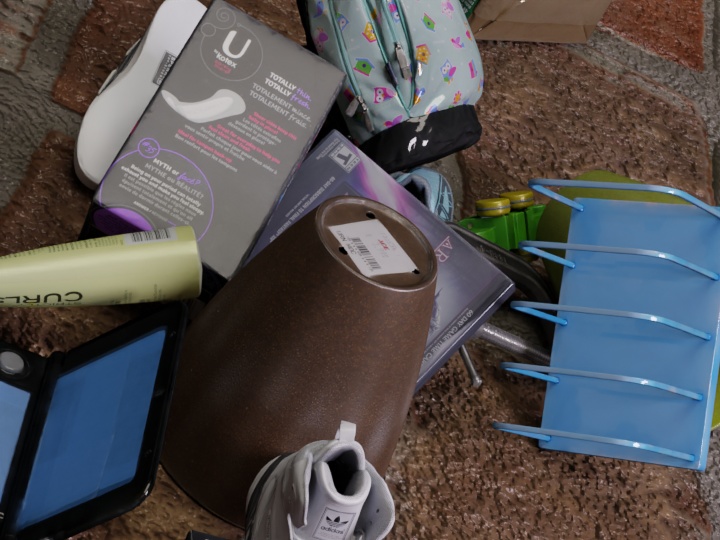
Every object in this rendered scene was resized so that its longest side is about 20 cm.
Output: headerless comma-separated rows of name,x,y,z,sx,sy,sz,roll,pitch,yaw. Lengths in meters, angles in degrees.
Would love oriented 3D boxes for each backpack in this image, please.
backpack,0.027,-0.189,1.778,0.167,0.126,0.202,-17,88,-66

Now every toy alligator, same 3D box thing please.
toy alligator,0.133,-0.039,1.820,0.054,0.060,0.199,0,10,36

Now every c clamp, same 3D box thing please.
c clamp,0.115,0.041,1.678,0.199,0.027,0.172,19,42,-49

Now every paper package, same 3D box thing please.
paper package,0.148,-0.337,2.151,0.189,0.104,0.201,-4,48,-38

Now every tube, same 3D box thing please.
tube,-0.210,0.005,1.432,0.198,0.058,0.052,-6,42,-12

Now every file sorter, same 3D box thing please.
file sorter,0.188,0.038,1.571,0.138,0.202,0.122,5,-6,33

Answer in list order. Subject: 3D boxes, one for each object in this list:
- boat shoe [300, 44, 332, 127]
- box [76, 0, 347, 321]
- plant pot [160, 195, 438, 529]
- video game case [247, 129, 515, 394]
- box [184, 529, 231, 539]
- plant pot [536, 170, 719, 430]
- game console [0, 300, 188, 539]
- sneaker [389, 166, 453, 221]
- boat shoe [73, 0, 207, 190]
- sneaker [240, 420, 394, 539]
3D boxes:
boat shoe,-0.073,-0.153,1.785,0.200,0.076,0.072,-1,74,-65
box,-0.113,-0.081,1.563,0.122,0.106,0.201,30,64,-3
plant pot,-0.030,0.052,1.447,0.186,0.201,0.188,20,36,-15
video game case,0.000,0.000,1.603,0.143,0.019,0.200,-45,67,-11
box,-0.085,0.274,1.184,0.078,0.142,0.201,17,37,-23
plant pot,0.242,0.009,1.743,0.186,0.188,0.200,-3,38,-39
game console,-0.221,0.085,1.337,0.175,0.117,0.201,23,35,-12
sneaker,0.043,-0.041,1.710,0.079,0.096,0.200,32,35,2
boat shoe,-0.182,-0.135,1.685,0.071,0.068,0.201,30,56,-14
sneaker,-0.036,0.193,1.310,0.075,0.115,0.201,18,57,-17
